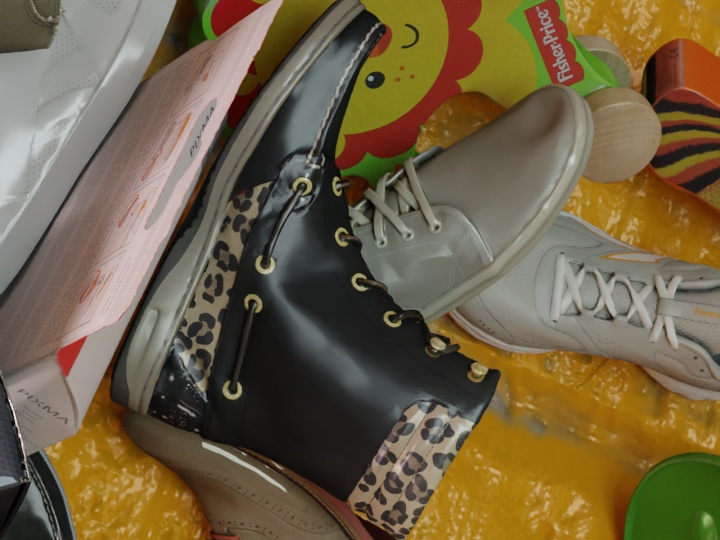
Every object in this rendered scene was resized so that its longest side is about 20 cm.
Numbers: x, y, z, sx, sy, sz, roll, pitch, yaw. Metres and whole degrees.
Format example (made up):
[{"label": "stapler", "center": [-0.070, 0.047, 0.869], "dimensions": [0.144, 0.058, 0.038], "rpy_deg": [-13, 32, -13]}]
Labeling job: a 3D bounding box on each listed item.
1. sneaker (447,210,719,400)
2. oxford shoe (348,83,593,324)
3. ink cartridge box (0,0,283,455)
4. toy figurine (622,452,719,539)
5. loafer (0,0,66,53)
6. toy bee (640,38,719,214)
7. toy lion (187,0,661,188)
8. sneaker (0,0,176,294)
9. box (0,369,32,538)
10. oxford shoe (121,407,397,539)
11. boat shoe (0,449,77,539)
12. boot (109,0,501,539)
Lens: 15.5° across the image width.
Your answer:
[{"label": "sneaker", "center": [0.135, 0.014, 1.294], "dimensions": [0.199, 0.092, 0.076], "rpy_deg": [14, 84, -27]}, {"label": "oxford shoe", "center": [0.021, -0.017, 1.203], "dimensions": [0.200, 0.075, 0.058], "rpy_deg": [-38, 130, 15]}, {"label": "ink cartridge box", "center": [-0.091, -0.014, 1.098], "dimensions": [0.050, 0.200, 0.162], "rpy_deg": [34, 63, -20]}, {"label": "toy figurine", "center": [0.249, 0.155, 1.350], "dimensions": [0.183, 0.150, 0.201], "rpy_deg": [-22, 123, -35]}, {"label": "loafer", "center": [-0.154, -0.175, 1.132], "dimensions": [0.069, 0.075, 0.201], "rpy_deg": [17, 64, -29]}, {"label": "toy bee", "center": [0.212, -0.034, 1.327], "dimensions": [0.199, 0.109, 0.131], "rpy_deg": [36, 43, -3]}, {"label": "toy lion", "center": [0.023, -0.099, 1.224], "dimensions": [0.191, 0.069, 0.201], "rpy_deg": [-25, 130, 3]}, {"label": "sneaker", "center": [-0.162, -0.094, 1.147], "dimensions": [0.115, 0.074, 0.201], "rpy_deg": [35, 74, -24]}, {"label": "box", "center": [-0.235, 0.100, 1.043], "dimensions": [0.199, 0.158, 0.051], "rpy_deg": [-15, 79, -16]}, {"label": "oxford shoe", "center": [-0.040, 0.126, 1.219], "dimensions": [0.200, 0.070, 0.075], "rpy_deg": [39, 81, -21]}, {"label": "boat shoe", "center": [-0.145, 0.161, 1.161], "dimensions": [0.072, 0.071, 0.202], "rpy_deg": [-10, 93, -26]}, {"label": "boot", "center": [0.000, 0.001, 1.150], "dimensions": [0.153, 0.073, 0.205], "rpy_deg": [29, 90, 3]}]
